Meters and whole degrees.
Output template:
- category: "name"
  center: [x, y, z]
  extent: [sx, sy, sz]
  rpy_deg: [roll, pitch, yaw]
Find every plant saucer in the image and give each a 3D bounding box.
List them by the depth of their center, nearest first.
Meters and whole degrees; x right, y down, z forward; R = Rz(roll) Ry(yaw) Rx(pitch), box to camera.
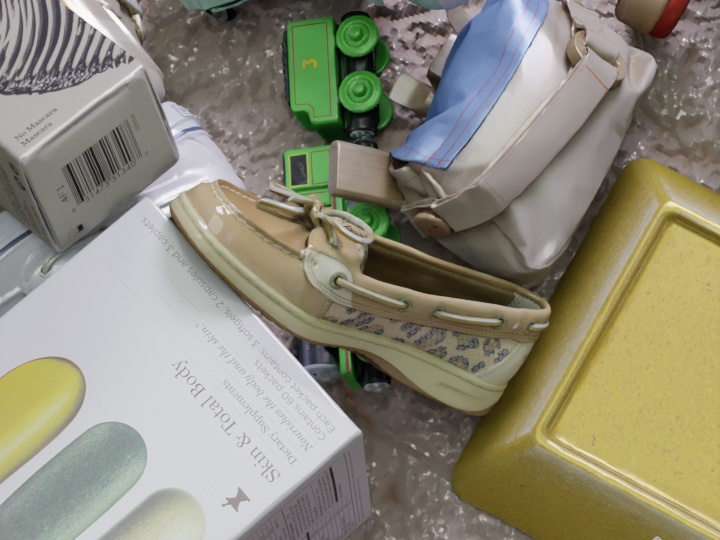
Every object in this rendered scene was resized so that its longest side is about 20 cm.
- category: "plant saucer"
  center: [0.174, 0.061, 1.322]
  extent: [0.199, 0.048, 0.201]
  rpy_deg: [28, 75, 11]

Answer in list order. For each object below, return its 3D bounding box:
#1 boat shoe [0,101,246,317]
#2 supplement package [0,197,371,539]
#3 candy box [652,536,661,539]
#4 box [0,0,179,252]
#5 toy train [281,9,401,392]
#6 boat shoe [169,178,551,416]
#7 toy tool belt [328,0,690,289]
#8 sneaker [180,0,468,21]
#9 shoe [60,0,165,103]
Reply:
- category: "boat shoe"
  center: [-0.142, -0.001, 1.343]
  extent: [0.200, 0.074, 0.067]
  rpy_deg: [-42, 72, -12]
- category: "supplement package"
  center: [-0.118, 0.105, 1.265]
  extent: [0.200, 0.151, 0.152]
  rpy_deg: [-40, 75, -11]
- category: "candy box"
  center: [0.066, 0.211, 1.229]
  extent: [0.200, 0.136, 0.061]
  rpy_deg: [-35, 75, -8]
- category: "box"
  center: [-0.180, -0.098, 1.341]
  extent: [0.082, 0.069, 0.200]
  rpy_deg: [-39, 51, -18]
- category: "toy train"
  center: [-0.010, -0.035, 1.369]
  extent: [0.056, 0.042, 0.201]
  rpy_deg: [-6, 71, 11]
- category: "boat shoe"
  center: [0.000, 0.000, 1.265]
  extent: [0.063, 0.199, 0.073]
  rpy_deg: [-51, 38, 16]
- category: "toy tool belt"
  center: [0.075, -0.097, 1.340]
  extent: [0.122, 0.125, 0.201]
  rpy_deg: [28, 74, -1]
- category: "sneaker"
  center: [-0.026, -0.148, 1.352]
  extent: [0.118, 0.074, 0.200]
  rpy_deg: [-33, 30, -8]
- category: "shoe"
  center: [-0.152, -0.163, 1.401]
  extent: [0.053, 0.070, 0.200]
  rpy_deg: [-36, 71, -1]
